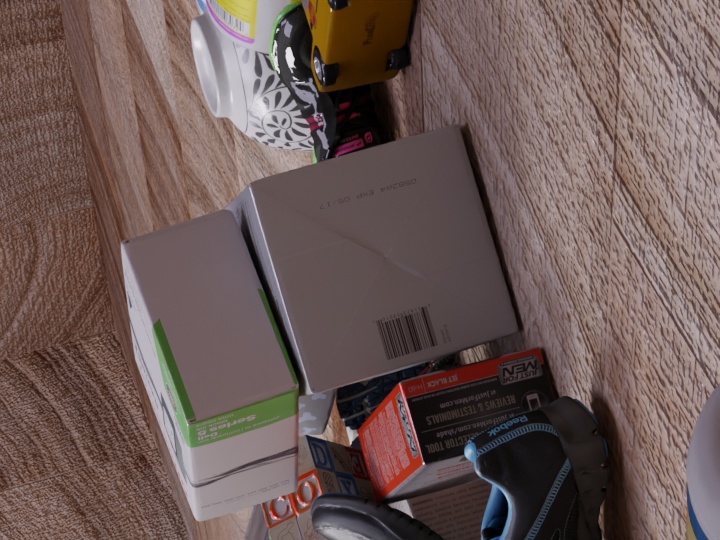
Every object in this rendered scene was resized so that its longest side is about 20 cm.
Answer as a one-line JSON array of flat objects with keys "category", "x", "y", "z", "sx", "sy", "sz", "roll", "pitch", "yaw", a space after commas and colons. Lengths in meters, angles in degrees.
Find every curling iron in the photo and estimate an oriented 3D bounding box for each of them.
[{"category": "curling iron", "x": 0.028, "y": 0.110, "z": 1.790, "sx": 0.026, "sy": 0.050, "sz": 0.200, "roll": 45, "pitch": 150, "yaw": -1}]

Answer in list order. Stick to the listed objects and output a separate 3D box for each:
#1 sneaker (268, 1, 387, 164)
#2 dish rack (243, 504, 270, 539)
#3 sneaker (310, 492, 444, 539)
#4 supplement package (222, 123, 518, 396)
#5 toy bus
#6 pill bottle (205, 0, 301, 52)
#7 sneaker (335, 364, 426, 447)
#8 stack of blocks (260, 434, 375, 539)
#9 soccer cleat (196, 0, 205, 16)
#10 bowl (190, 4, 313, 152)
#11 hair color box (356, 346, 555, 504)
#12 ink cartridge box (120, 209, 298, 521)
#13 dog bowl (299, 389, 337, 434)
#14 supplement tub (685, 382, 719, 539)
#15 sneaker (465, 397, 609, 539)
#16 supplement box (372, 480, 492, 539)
[{"category": "sneaker", "x": -0.012, "y": -0.120, "z": 1.744, "sx": 0.084, "sy": 0.077, "sz": 0.200, "roll": 45, "pitch": 158, "yaw": 57}, {"category": "dish rack", "x": -0.029, "y": 0.269, "z": 1.826, "sx": 0.172, "sy": 0.044, "sz": 0.200, "roll": 53, "pitch": -157, "yaw": -19}, {"category": "sneaker", "x": 0.042, "y": 0.226, "z": 1.608, "sx": 0.200, "sy": 0.082, "sz": 0.073, "roll": 29, "pitch": 171, "yaw": 17}, {"category": "supplement package", "x": 0.000, "y": 0.000, "z": 1.603, "sx": 0.200, "sy": 0.152, "sz": 0.151, "roll": 154, "pitch": 100, "yaw": -79}, {"category": "toy bus", "x": -0.002, "y": -0.202, "z": 1.583, "sx": 0.200, "sy": 0.065, "sz": 0.078, "roll": 101, "pitch": 153, "yaw": -65}, {"category": "pill bottle", "x": -0.065, "y": -0.257, "z": 1.724, "sx": 0.200, "sy": 0.104, "sz": 0.104, "roll": 100, "pitch": 153, "yaw": -64}, {"category": "sneaker", "x": 0.008, "y": 0.093, "z": 1.890, "sx": 0.200, "sy": 0.077, "sz": 0.085, "roll": 92, "pitch": 164, "yaw": -53}, {"category": "stack of blocks", "x": 0.002, "y": 0.209, "z": 1.828, "sx": 0.200, "sy": 0.059, "sz": 0.115, "roll": 22, "pitch": -136, "yaw": -56}, {"category": "soccer cleat", "x": -0.141, "y": -0.296, "z": 2.129, "sx": 0.086, "sy": 0.070, "sz": 0.200, "roll": 162, "pitch": 93, "yaw": -78}, {"category": "bowl", "x": -0.090, "y": -0.185, "z": 1.963, "sx": 0.201, "sy": 0.094, "sz": 0.201, "roll": 165, "pitch": 90, "yaw": -78}, {"category": "hair color box", "x": 0.065, "y": 0.110, "z": 1.562, "sx": 0.200, "sy": 0.101, "sz": 0.061, "roll": 125, "pitch": 130, "yaw": -74}, {"category": "ink cartridge box", "x": -0.104, "y": 0.071, "z": 1.602, "sx": 0.200, "sy": 0.084, "sz": 0.146, "roll": 95, "pitch": 155, "yaw": -64}, {"category": "dog bowl", "x": -0.038, "y": 0.043, "z": 1.847, "sx": 0.200, "sy": 0.059, "sz": 0.200, "roll": -167, "pitch": 90, "yaw": -88}, {"category": "supplement tub", "x": 0.194, "y": 0.135, "z": 0.853, "sx": 0.145, "sy": 0.145, "sz": 0.200, "roll": -118, "pitch": 18, "yaw": -50}, {"category": "sneaker", "x": 0.114, "y": 0.177, "z": 1.416, "sx": 0.073, "sy": 0.082, "sz": 0.200, "roll": -135, "pitch": 32, "yaw": -67}, {"category": "supplement box", "x": 0.076, "y": 0.225, "z": 1.722, "sx": 0.126, "sy": 0.073, "sz": 0.200, "roll": 101, "pitch": 152, "yaw": -66}]
